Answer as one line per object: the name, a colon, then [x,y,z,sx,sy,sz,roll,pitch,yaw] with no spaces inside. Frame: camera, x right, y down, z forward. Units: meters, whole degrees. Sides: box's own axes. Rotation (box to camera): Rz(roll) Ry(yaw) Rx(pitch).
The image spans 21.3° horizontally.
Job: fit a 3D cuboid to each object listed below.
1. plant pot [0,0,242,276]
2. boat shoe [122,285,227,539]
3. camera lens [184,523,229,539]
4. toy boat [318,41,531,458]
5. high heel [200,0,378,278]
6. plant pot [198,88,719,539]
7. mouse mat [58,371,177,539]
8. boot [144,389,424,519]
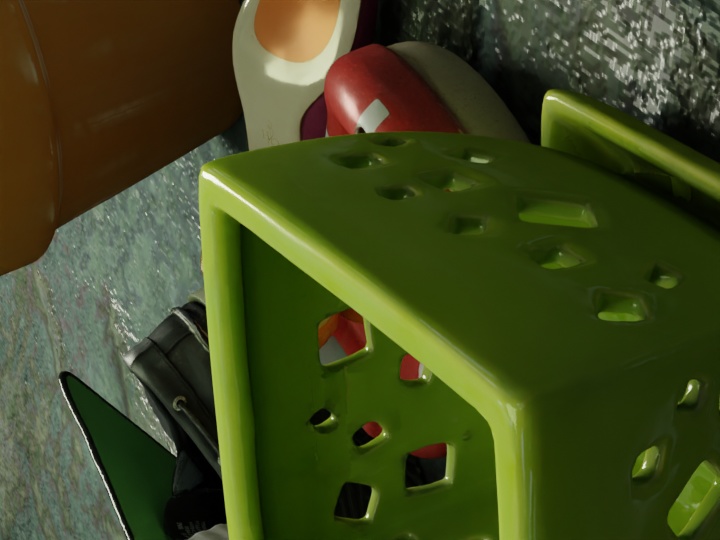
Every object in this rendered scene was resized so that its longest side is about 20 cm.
plant pot: [-0.165,-0.110,1.002,0.200,0.182,0.202,40,140,46]
boat shoe: [-0.068,0.104,0.930,0.074,0.066,0.201,37,148,45]
camera lens: [-0.005,0.211,0.776,0.199,0.159,0.161,29,132,41]
toy boat: [0.000,0.000,0.821,0.131,0.130,0.201,51,148,32]
high heel: [-0.013,-0.080,0.904,0.067,0.096,0.202,25,112,31]
plant pot: [0.069,0.057,0.673,0.200,0.180,0.201,36,137,48]
mouse mat: [-0.080,0.145,0.964,0.161,0.008,0.200,45,-172,-40]
boot: [-0.047,0.104,1.049,0.200,0.065,0.166,-35,75,62]
